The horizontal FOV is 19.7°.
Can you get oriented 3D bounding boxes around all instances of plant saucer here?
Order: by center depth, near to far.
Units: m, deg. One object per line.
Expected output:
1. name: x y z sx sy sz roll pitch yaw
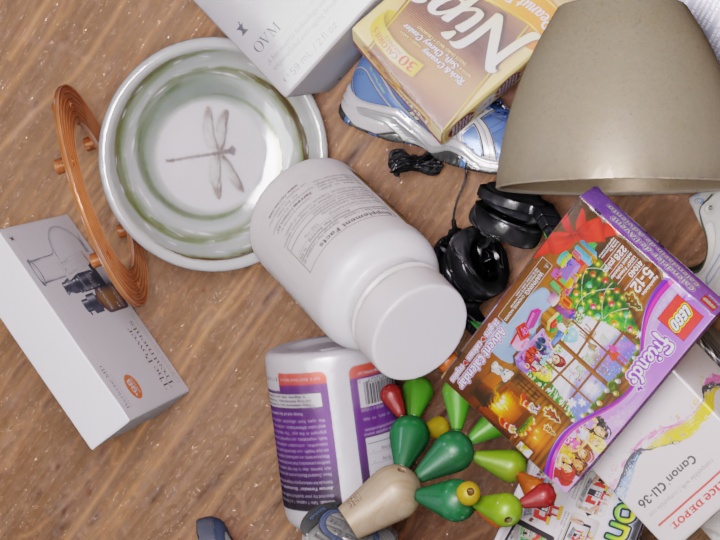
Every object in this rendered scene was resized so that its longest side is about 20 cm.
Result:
1. plant saucer: -0.129 -0.100 1.795 0.198 0.050 0.202 -1 94 -11

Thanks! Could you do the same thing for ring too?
1. ring: -0.226 -0.062 1.774 0.019 0.200 0.202 -19 92 6

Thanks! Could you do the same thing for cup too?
1. cup: 0.205 -0.136 1.617 0.199 0.200 0.145 0 89 17

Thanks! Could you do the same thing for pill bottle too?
1. pill bottle: 0.000 0.000 1.710 0.200 0.114 0.115 46 112 46
2. pill bottle: -0.017 0.161 1.786 0.111 0.111 0.202 -5 96 18

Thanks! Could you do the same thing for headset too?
1. headset: 0.097 -0.027 1.718 0.124 0.094 0.201 -53 52 28

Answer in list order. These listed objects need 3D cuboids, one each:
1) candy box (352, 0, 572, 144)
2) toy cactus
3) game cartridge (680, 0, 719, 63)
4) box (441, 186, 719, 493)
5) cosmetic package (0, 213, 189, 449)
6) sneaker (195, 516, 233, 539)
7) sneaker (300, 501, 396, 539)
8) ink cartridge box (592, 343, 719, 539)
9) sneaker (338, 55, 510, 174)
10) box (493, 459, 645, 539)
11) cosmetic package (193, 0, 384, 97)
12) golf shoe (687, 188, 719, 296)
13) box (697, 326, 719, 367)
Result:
1. candy box: 0.104 -0.212 1.691 0.200 0.055 0.116 -40 82 -5
2. toy cactus: 0.057 0.157 1.682 0.164 0.103 0.200 -33 49 -5
3. game cartridge: 0.302 -0.233 1.674 0.133 0.040 0.201 32 106 14
4. box: 0.170 0.055 1.595 0.137 0.039 0.200 42 120 12
5. cosmetic package: -0.248 0.050 1.822 0.052 0.151 0.201 -36 87 18
6. sneaker: -0.078 0.300 1.857 0.082 0.070 0.201 -27 92 2
7. sneaker: 0.034 0.270 1.719 0.199 0.075 0.087 29 127 11
8. ink cartridge box: 0.252 0.136 1.640 0.200 0.067 0.117 46 121 6
9. sneaker: 0.079 -0.134 1.734 0.199 0.076 0.078 19 107 13
10. box: 0.181 0.194 1.703 0.109 0.035 0.201 20 59 14
11. cosmetic package: -0.047 -0.286 1.730 0.200 0.123 0.199 46 107 8
12. golf shoe: 0.314 -0.060 1.676 0.097 0.078 0.202 19 102 20
13. box: 0.259 0.071 1.706 0.200 0.082 0.069 39 107 7
